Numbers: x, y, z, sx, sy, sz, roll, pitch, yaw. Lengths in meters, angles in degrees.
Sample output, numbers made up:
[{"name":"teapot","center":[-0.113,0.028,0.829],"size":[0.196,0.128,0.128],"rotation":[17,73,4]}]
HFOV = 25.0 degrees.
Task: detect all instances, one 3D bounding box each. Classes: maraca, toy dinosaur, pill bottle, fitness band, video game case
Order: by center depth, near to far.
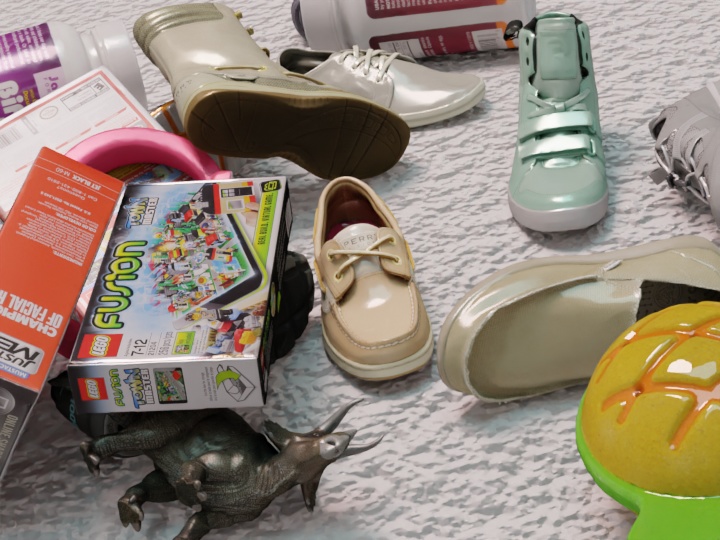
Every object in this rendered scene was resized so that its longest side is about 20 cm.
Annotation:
[{"name":"maraca","center":[0.179,0.087,0.819],"size":[0.136,0.108,0.201],"rotation":[-16,29,7]},{"name":"toy dinosaur","center":[-0.094,0.107,0.928],"size":[0.198,0.078,0.102],"rotation":[15,30,33]},{"name":"fitness band","center":[-0.161,-0.020,1.148],"size":[0.142,0.038,0.202],"rotation":[1,53,5]},{"name":"video game case","center":[-0.196,-0.059,1.208],"size":[0.142,0.018,0.200],"rotation":[-32,59,-21]},{"name":"pill bottle","center":[-0.290,-0.150,1.404],"size":[0.198,0.113,0.112],"rotation":[-18,30,-10]},{"name":"pill bottle","center":[0.052,-0.247,1.445],"size":[0.197,0.115,0.115],"rotation":[-4,30,13]}]

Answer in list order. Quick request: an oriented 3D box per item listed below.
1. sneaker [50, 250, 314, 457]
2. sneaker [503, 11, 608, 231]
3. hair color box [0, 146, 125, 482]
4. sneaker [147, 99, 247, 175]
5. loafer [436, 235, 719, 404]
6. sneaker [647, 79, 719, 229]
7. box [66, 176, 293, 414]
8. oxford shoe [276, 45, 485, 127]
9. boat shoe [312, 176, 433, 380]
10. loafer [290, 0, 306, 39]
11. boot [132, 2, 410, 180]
[{"name":"sneaker","center":[-0.113,0.040,1.044],"size":[0.079,0.076,0.199],"rotation":[15,38,43]},{"name":"sneaker","center":[0.138,-0.115,1.178],"size":[0.073,0.119,0.201],"rotation":[-6,31,8]},{"name":"hair color box","center":[-0.210,0.031,0.988],"size":[0.063,0.111,0.201],"rotation":[23,38,-10]},{"name":"sneaker","center":[-0.175,-0.093,1.304],"size":[0.198,0.079,0.077],"rotation":[-24,21,-23]},{"name":"loafer","center":[0.141,0.029,0.967],"size":[0.198,0.076,0.068],"rotation":[-18,24,-13]},{"name":"sneaker","center":[0.241,-0.068,1.124],"size":[0.081,0.075,0.200],"rotation":[-20,20,15]},{"name":"box","center":[-0.103,0.010,0.976],"size":[0.109,0.035,0.201],"rotation":[-3,33,4]},{"name":"oxford shoe","center":[0.009,-0.159,1.366],"size":[0.198,0.058,0.075],"rotation":[5,31,25]},{"name":"boat shoe","center":[0.000,0.000,1.076],"size":[0.073,0.070,0.200],"rotation":[-15,29,-5]},{"name":"loafer","center":[0.026,-0.276,1.555],"size":[0.198,0.073,0.063],"rotation":[-17,25,-2]},{"name":"boot","center":[-0.069,-0.143,1.261],"size":[0.198,0.073,0.155],"rotation":[6,31,-34]}]
